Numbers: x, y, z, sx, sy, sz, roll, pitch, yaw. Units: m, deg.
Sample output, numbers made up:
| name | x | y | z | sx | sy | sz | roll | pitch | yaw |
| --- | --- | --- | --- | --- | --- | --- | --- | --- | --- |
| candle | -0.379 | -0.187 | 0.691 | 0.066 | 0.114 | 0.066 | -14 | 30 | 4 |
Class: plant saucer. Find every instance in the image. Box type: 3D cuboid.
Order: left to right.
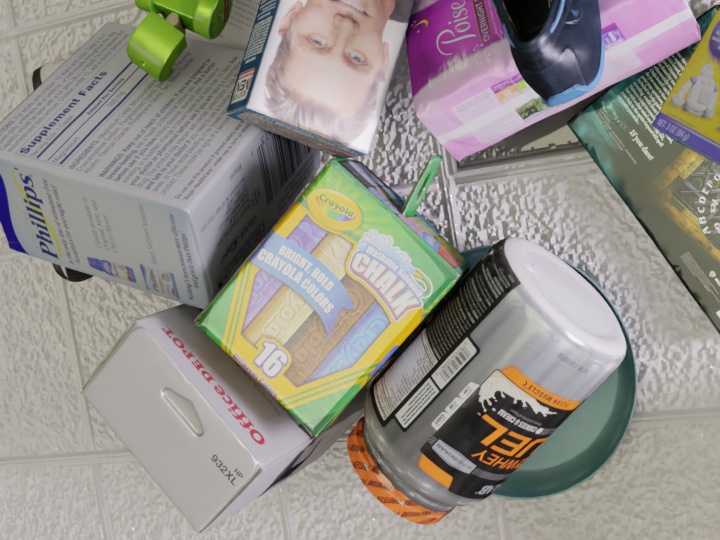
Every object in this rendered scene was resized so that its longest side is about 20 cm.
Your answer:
| name | x | y | z | sx | sy | sz | roll | pitch | yaw |
| --- | --- | --- | --- | --- | --- | --- | --- | --- | --- |
| plant saucer | 0.119 | 0.078 | 0.931 | 0.199 | 0.027 | 0.202 | 4 | 100 | 23 |

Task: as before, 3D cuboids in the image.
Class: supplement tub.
| name | x | y | z | sx | sy | sz | roll | pitch | yaw |
| --- | --- | --- | --- | --- | --- | --- | --- | --- | --- |
| supplement tub | 0.086 | 0.085 | 0.866 | 0.123 | 0.122 | 0.200 | 45 | 114 | 12 |

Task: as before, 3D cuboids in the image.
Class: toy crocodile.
| name | x | y | z | sx | sy | sz | roll | pitch | yaw |
| --- | --- | --- | --- | --- | --- | --- | --- | --- | --- |
| toy crocodile | -0.116 | -0.238 | 0.906 | 0.067 | 0.062 | 0.201 | 22 | 84 | 8 |

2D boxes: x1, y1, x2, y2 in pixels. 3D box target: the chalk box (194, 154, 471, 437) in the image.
| name | x | y | z | sx | sy | sz | roll | pitch | yaw |
| --- | --- | --- | --- | --- | --- | --- | --- | --- | --- |
| chalk box | 0.000 | 0.000 | 0.875 | 0.124 | 0.124 | 0.200 | 43 | 100 | 6 |

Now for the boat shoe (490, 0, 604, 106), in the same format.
| name | x | y | z | sx | sy | sz | roll | pitch | yaw |
| --- | --- | --- | --- | --- | --- | --- | --- | --- | --- |
| boat shoe | 0.116 | -0.200 | 0.760 | 0.084 | 0.069 | 0.201 | -29 | 49 | 21 |

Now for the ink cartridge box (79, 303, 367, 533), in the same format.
| name | x | y | z | sx | sy | sz | roll | pitch | yaw |
| --- | --- | --- | --- | --- | --- | --- | --- | --- | --- |
| ink cartridge box | -0.098 | 0.098 | 0.937 | 0.145 | 0.200 | 0.084 | 47 | 113 | 11 |

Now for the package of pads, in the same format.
| name | x | y | z | sx | sy | sz | roll | pitch | yaw |
| --- | --- | --- | --- | --- | --- | --- | --- | --- | --- |
| package of pads | 0.128 | -0.175 | 0.838 | 0.199 | 0.076 | 0.121 | -25 | 48 | 25 |

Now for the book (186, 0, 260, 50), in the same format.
| name | x | y | z | sx | sy | sz | roll | pitch | yaw |
| --- | --- | --- | --- | --- | --- | --- | --- | --- | --- |
| book | -0.060 | -0.250 | 0.953 | 0.133 | 0.048 | 0.201 | 28 | 109 | 14 |

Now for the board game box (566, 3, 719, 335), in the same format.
| name | x | y | z | sx | sy | sz | roll | pitch | yaw |
| --- | --- | --- | --- | --- | --- | --- | --- | --- | --- |
| board game box | 0.258 | -0.067 | 0.843 | 0.135 | 0.028 | 0.201 | -38 | 81 | 24 |

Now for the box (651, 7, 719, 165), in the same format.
| name | x | y | z | sx | sy | sz | roll | pitch | yaw |
| --- | --- | --- | --- | --- | --- | --- | --- | --- | --- |
| box | 0.285 | -0.151 | 0.755 | 0.117 | 0.048 | 0.201 | 41 | 106 | 45 |

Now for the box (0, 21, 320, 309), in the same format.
| name | x | y | z | sx | sy | sz | roll | pitch | yaw |
| --- | --- | --- | --- | --- | --- | --- | --- | --- | --- |
| box | -0.161 | -0.088 | 0.938 | 0.199 | 0.184 | 0.105 | 16 | 139 | 22 |

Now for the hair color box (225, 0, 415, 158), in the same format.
| name | x | y | z | sx | sy | sz | roll | pitch | yaw |
| --- | --- | --- | --- | --- | --- | --- | --- | --- | --- |
| hair color box | -0.017 | -0.192 | 0.862 | 0.099 | 0.060 | 0.201 | 18 | 86 | -21 |

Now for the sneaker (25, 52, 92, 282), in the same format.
| name | x | y | z | sx | sy | sz | roll | pitch | yaw |
| --- | --- | --- | --- | --- | --- | --- | --- | --- | --- |
| sneaker | -0.258 | -0.091 | 1.063 | 0.080 | 0.073 | 0.202 | 5 | 96 | 38 |
